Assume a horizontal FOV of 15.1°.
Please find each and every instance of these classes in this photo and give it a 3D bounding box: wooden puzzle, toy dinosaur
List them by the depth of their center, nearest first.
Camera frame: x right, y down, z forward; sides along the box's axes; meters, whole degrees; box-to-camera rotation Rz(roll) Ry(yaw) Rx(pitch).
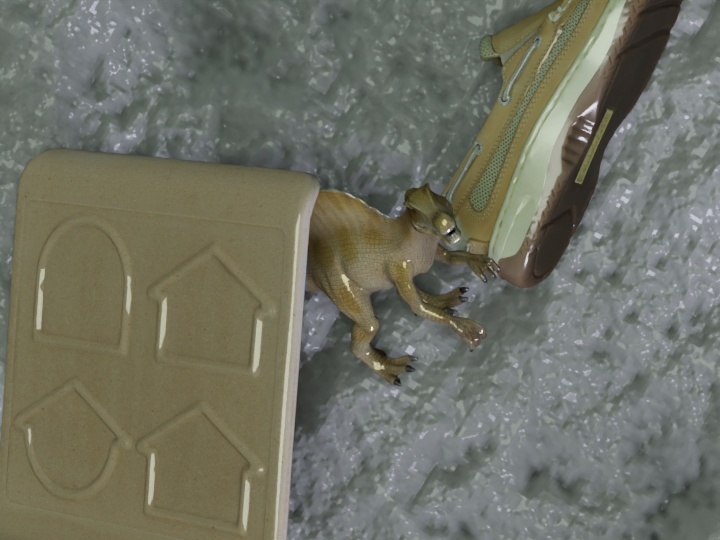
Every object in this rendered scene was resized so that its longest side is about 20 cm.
[{"bbox_3d":[-0.093,0.048,1.281,0.185,0.046,0.201,7,90,39],"label":"wooden puzzle"},{"bbox_3d":[0.000,0.000,1.285,0.101,0.200,0.058,46,52,-22],"label":"toy dinosaur"}]

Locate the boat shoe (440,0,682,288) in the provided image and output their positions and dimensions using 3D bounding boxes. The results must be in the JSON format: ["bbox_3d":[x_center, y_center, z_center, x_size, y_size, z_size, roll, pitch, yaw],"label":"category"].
[{"bbox_3d":[0.090,-0.096,1.278,0.076,0.072,0.200,27,90,22],"label":"boat shoe"}]
